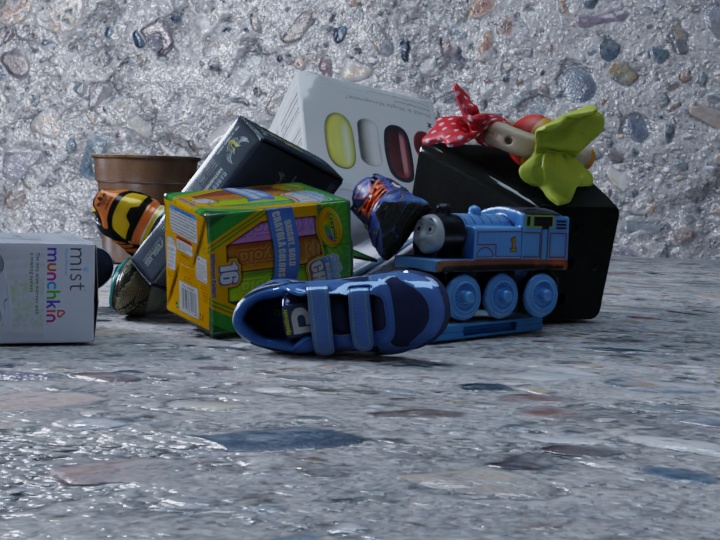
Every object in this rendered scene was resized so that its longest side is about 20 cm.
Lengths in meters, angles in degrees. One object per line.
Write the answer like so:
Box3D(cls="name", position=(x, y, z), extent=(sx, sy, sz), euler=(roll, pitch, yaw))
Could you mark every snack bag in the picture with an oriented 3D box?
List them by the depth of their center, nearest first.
Box3D(cls="snack bag", position=(0.000, 0.000, 1.521), extent=(0.189, 0.021, 0.200), euler=(-29, 12, -25))

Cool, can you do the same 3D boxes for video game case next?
Box3D(cls="video game case", position=(0.076, 0.054, 1.425), extent=(0.143, 0.018, 0.200), euler=(4, 4, 39))

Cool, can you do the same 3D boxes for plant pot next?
Box3D(cls="plant pot", position=(0.182, -0.030, 1.603), extent=(0.199, 0.200, 0.177), euler=(0, 17, -36))
Box3D(cls="plant pot", position=(-0.394, -0.112, 2.518), extent=(0.200, 0.198, 0.200), euler=(1, 2, 0))

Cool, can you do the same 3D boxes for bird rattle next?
Box3D(cls="bird rattle", position=(0.181, -0.141, 1.555), extent=(0.200, 0.113, 0.163), euler=(14, 7, 30))

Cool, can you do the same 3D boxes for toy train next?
Box3D(cls="toy train", position=(0.126, -0.010, 1.406), extent=(0.200, 0.114, 0.087), euler=(0, 3, -36))

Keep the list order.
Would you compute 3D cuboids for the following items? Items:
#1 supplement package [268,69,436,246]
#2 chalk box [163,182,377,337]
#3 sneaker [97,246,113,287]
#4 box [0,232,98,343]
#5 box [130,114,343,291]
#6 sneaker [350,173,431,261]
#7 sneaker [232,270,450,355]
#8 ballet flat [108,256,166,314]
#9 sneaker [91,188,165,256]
Box3D(cls="supplement package", position=(-0.009, -0.117, 1.730), extent=(0.191, 0.200, 0.147), euler=(10, -43, -20))
Box3D(cls="chalk box", position=(-0.083, -0.018, 1.383), extent=(0.200, 0.124, 0.125), euler=(-8, 15, -28))
Box3D(cls="sneaker", position=(-0.347, 0.008, 1.534), extent=(0.200, 0.070, 0.108), euler=(-10, 5, -39))
Box3D(cls="box", position=(-0.351, 0.011, 1.280), extent=(0.176, 0.097, 0.200), euler=(1, 3, -23))
Box3D(cls="box", position=(-0.131, -0.055, 1.487), extent=(0.051, 0.200, 0.158), euler=(45, 12, 34))
Box3D(cls="sneaker", position=(0.022, -0.061, 1.427), extent=(0.078, 0.075, 0.200), euler=(38, 2, 1))
Box3D(cls="sneaker", position=(-0.020, 0.041, 1.186), extent=(0.200, 0.074, 0.082), euler=(-5, 2, 27))
Box3D(cls="ballet flat", position=(-0.241, 0.019, 1.538), extent=(0.075, 0.068, 0.200), euler=(14, -2, -10))
Box3D(cls="sneaker", position=(-0.257, -0.057, 1.553), extent=(0.090, 0.070, 0.200), euler=(29, -9, -3))
